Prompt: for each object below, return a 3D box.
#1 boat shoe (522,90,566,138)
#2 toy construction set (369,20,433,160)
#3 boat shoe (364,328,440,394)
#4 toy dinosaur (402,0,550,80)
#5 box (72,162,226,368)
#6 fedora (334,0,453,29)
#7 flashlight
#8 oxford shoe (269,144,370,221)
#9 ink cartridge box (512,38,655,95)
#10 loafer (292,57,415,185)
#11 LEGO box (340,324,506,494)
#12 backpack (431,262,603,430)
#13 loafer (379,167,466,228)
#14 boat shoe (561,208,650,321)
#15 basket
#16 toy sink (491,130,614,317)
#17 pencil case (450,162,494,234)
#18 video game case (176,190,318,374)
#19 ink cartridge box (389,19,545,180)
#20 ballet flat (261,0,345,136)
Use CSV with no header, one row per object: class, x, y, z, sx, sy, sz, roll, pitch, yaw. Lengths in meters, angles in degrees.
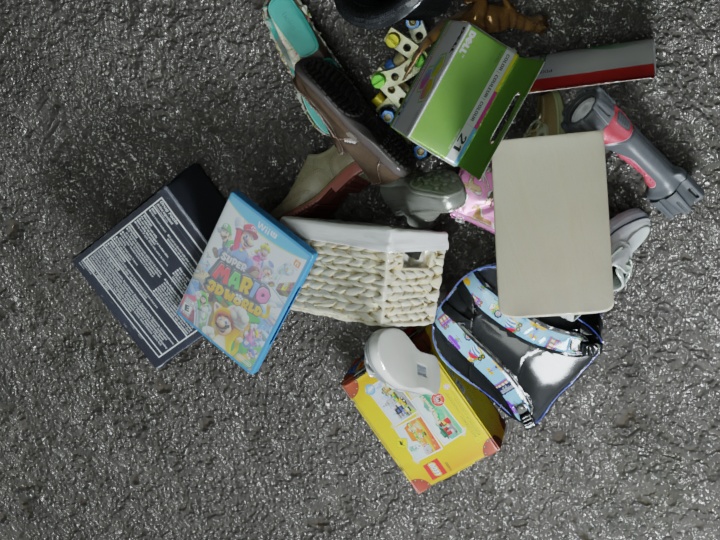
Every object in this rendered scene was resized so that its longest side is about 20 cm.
boat shoe,0.217,-0.129,1.328,0.062,0.073,0.205,6,82,1
toy construction set,0.089,-0.219,1.368,0.131,0.092,0.201,-42,84,25
boat shoe,0.042,0.120,1.374,0.067,0.199,0.074,-7,77,24
toy dinosaur,0.137,-0.309,1.299,0.196,0.060,0.108,-11,81,-5
box,-0.261,-0.007,1.521,0.197,0.123,0.201,-32,101,25
fedora,0.056,-0.363,1.289,0.091,0.203,0.200,24,125,-42
flashlight,0.331,-0.140,1.311,0.199,0.068,0.068,39,100,-25
oxford shoe,-0.061,-0.117,1.467,0.198,0.070,0.076,-32,73,25
ink cartridge box,0.263,-0.238,1.243,0.158,0.200,0.051,-5,98,17
loafer,-0.020,-0.181,1.354,0.200,0.073,0.071,48,127,-2
LEGO box,0.091,0.193,1.521,0.148,0.077,0.201,-32,99,24
backpack,0.201,0.078,1.416,0.199,0.135,0.184,36,116,0
loafer,0.083,-0.090,1.368,0.069,0.200,0.071,-20,105,-15
boat shoe,0.306,0.000,1.335,0.067,0.199,0.074,39,156,32
basket,0.000,0.000,1.396,0.197,0.134,0.126,8,94,39
toy sink,0.223,-0.044,1.228,0.128,0.112,0.204,-5,81,13
pencil case,0.209,-0.073,1.387,0.197,0.083,0.088,25,117,5
video game case,-0.153,0.018,1.408,0.142,0.018,0.202,37,116,15
ink cartridge box,0.117,-0.198,1.204,0.075,0.200,0.149,27,98,-15
ballet flat,-0.066,-0.276,1.399,0.074,0.064,0.203,-22,104,3
